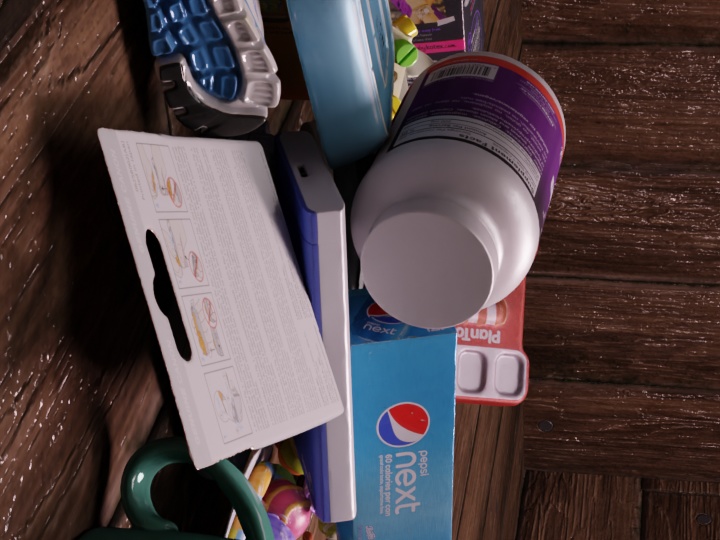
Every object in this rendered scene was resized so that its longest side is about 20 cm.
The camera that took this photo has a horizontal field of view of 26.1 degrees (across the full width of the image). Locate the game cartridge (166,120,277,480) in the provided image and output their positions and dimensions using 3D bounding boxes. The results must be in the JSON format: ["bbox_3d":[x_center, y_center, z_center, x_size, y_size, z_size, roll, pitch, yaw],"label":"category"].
[{"bbox_3d":[-0.075,0.021,0.953,0.133,0.041,0.200,77,18,-45],"label":"game cartridge"}]

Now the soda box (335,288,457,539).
[{"bbox_3d":[0.020,0.110,0.989,0.064,0.068,0.200,-112,-162,-57],"label":"soda box"}]

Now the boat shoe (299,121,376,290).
[{"bbox_3d":[-0.001,0.000,1.031,0.074,0.066,0.200,177,-92,-73],"label":"boat shoe"}]

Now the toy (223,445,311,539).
[{"bbox_3d":[-0.058,0.159,0.940,0.200,0.047,0.115,-84,-170,-82],"label":"toy"}]

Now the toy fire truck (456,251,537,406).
[{"bbox_3d":[0.050,0.024,1.245,0.112,0.200,0.168,-11,-105,61],"label":"toy fire truck"}]

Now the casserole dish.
[{"bbox_3d":[-0.009,-0.146,0.883,0.200,0.039,0.121,77,14,-53],"label":"casserole dish"}]

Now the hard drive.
[{"bbox_3d":[-0.028,0.032,0.940,0.132,0.025,0.200,-115,-159,-63],"label":"hard drive"}]

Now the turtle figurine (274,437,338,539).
[{"bbox_3d":[-0.015,0.098,1.107,0.161,0.064,0.200,-43,-149,36],"label":"turtle figurine"}]

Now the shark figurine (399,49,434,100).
[{"bbox_3d":[-0.001,-0.117,1.233,0.128,0.089,0.215,26,53,-42],"label":"shark figurine"}]

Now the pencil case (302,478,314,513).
[{"bbox_3d":[0.005,0.111,1.277,0.084,0.085,0.200,95,2,-60],"label":"pencil case"}]

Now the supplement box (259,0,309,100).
[{"bbox_3d":[-0.051,-0.177,0.948,0.200,0.066,0.069,68,27,-68],"label":"supplement box"}]

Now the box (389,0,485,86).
[{"bbox_3d":[0.048,-0.258,1.356,0.122,0.106,0.200,-75,164,-47],"label":"box"}]

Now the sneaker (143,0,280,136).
[{"bbox_3d":[-0.089,-0.168,0.782,0.087,0.075,0.200,-101,-176,-46],"label":"sneaker"}]

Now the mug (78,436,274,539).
[{"bbox_3d":[-0.080,0.190,0.746,0.152,0.114,0.185,-59,150,-69],"label":"mug"}]

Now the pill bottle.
[{"bbox_3d":[0.060,-0.049,0.950,0.200,0.112,0.113,-65,156,-56],"label":"pill bottle"}]

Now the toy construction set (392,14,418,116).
[{"bbox_3d":[0.020,-0.219,1.097,0.200,0.131,0.092,-61,-151,-6],"label":"toy construction set"}]

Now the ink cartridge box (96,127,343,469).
[{"bbox_3d":[-0.081,0.013,0.777,0.200,0.057,0.163,-10,82,-68],"label":"ink cartridge box"}]
